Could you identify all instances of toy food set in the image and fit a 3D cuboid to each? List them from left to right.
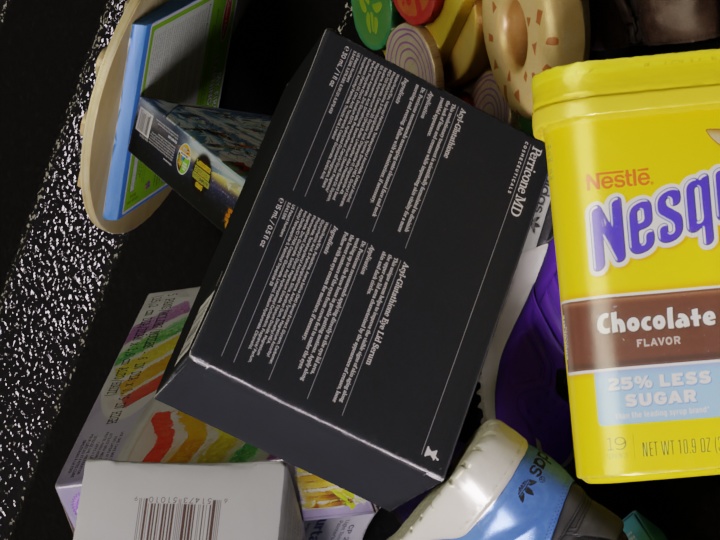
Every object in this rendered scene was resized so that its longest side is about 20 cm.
[{"bbox_3d":[0.064,-0.140,1.087,0.200,0.049,0.198,63,150,27],"label":"toy food set"}]

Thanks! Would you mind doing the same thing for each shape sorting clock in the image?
[{"bbox_3d":[-0.132,-0.120,1.249,0.039,0.200,0.200,22,107,17],"label":"shape sorting clock"}]

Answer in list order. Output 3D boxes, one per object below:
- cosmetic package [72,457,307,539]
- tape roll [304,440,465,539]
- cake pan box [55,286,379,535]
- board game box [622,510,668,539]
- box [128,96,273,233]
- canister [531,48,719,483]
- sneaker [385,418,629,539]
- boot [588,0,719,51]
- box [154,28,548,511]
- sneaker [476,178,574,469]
[{"bbox_3d":[-0.083,0.184,1.045,0.200,0.113,0.081,83,-170,-56],"label":"cosmetic package"},{"bbox_3d":[0.017,0.197,1.149,0.200,0.066,0.201,-1,88,48],"label":"tape roll"},{"bbox_3d":[-0.061,0.071,1.119,0.184,0.200,0.052,-6,122,19],"label":"cake pan box"},{"bbox_3d":[0.142,0.249,0.975,0.151,0.047,0.200,-40,57,10],"label":"board game box"},{"bbox_3d":[-0.039,-0.049,1.143,0.200,0.137,0.040,39,118,55],"label":"box"},{"bbox_3d":[0.166,-0.001,0.939,0.148,0.087,0.201,-5,85,4],"label":"canister"},{"bbox_3d":[0.057,0.173,0.980,0.111,0.077,0.200,37,122,-1],"label":"sneaker"},{"bbox_3d":[0.180,-0.205,0.999,0.200,0.072,0.167,-4,97,47],"label":"boot"},{"bbox_3d":[0.000,0.000,0.986,0.200,0.141,0.079,-68,10,-26],"label":"box"},{"bbox_3d":[0.129,0.028,1.026,0.099,0.069,0.201,24,106,44],"label":"sneaker"}]
